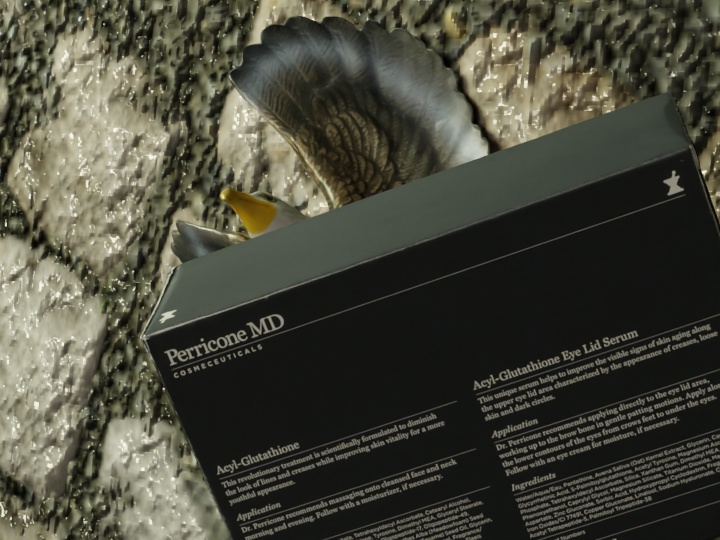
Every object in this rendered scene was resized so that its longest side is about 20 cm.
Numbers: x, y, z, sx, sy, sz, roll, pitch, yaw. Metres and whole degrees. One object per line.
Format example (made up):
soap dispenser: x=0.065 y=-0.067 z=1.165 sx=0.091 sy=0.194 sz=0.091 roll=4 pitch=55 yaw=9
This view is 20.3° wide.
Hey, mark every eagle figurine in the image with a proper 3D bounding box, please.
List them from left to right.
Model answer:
eagle figurine: x=-0.004 y=-0.005 z=0.855 sx=0.151 sy=0.152 sz=0.200 roll=-23 pitch=29 yaw=-1

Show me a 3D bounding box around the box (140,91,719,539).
box: x=0.042 y=0.040 z=0.722 sx=0.199 sy=0.079 sz=0.142 roll=-18 pitch=110 yaw=9
